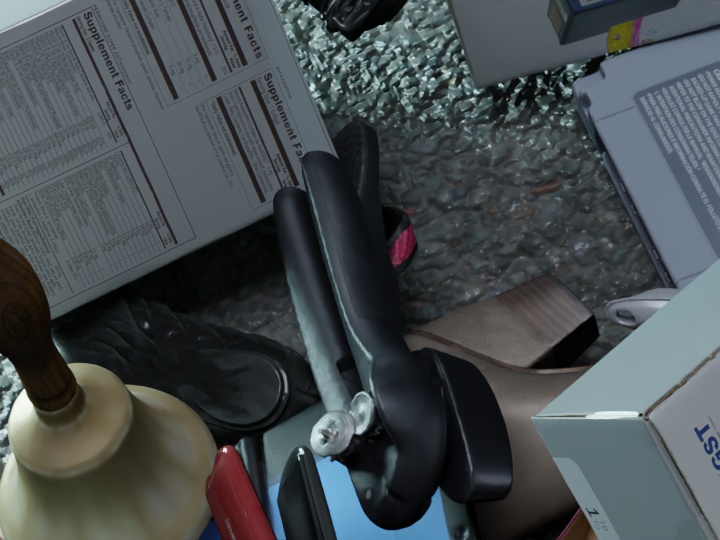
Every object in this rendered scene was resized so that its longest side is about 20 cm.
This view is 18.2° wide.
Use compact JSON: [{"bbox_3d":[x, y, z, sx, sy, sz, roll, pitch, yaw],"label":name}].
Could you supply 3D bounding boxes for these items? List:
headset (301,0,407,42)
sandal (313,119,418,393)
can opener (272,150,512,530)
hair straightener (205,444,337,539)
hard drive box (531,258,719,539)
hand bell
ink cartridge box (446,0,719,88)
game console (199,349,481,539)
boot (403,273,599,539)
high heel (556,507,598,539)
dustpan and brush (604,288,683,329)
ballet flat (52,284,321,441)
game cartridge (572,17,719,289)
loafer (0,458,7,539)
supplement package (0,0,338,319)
[{"bbox_3d":[-0.026,-0.165,1.172,0.094,0.123,0.200,-53,26,-10],"label":"headset"},{"bbox_3d":[0.000,0.000,1.136,0.075,0.045,0.200,-49,29,28],"label":"sandal"},{"bbox_3d":[-0.001,0.031,1.005,0.063,0.078,0.200,-49,47,26],"label":"can opener"},{"bbox_3d":[0.002,0.149,0.909,0.077,0.041,0.200,-1,41,-29],"label":"hair straightener"},{"bbox_3d":[0.191,0.065,0.904,0.200,0.156,0.077,-37,15,-27],"label":"hard drive box"},{"bbox_3d":[-0.129,0.044,0.929,0.104,0.200,0.105,-5,56,8],"label":"hand bell"},{"bbox_3d":[0.139,-0.193,1.214,0.199,0.088,0.146,-14,36,7],"label":"ink cartridge box"},{"bbox_3d":[-0.047,0.138,0.981,0.175,0.117,0.201,5,52,-21],"label":"game console"},{"bbox_3d":[0.081,0.093,1.040,0.146,0.070,0.200,-40,51,-9],"label":"boot"},{"bbox_3d":[0.091,0.116,0.914,0.067,0.096,0.200,-1,45,37],"label":"high heel"},{"bbox_3d":[0.211,0.013,1.019,0.199,0.140,0.057,5,39,29],"label":"dustpan and brush"},{"bbox_3d":[-0.101,0.050,1.145,0.199,0.057,0.067,18,82,35],"label":"ballet flat"},{"bbox_3d":[0.200,-0.048,1.133,0.133,0.041,0.201,-22,49,3],"label":"game cartridge"},{"bbox_3d":[-0.141,0.152,1.059,0.063,0.072,0.200,-20,54,-21],"label":"loafer"},{"bbox_3d":[-0.139,-0.090,1.163,0.199,0.151,0.152,-26,25,-5],"label":"supplement package"}]
